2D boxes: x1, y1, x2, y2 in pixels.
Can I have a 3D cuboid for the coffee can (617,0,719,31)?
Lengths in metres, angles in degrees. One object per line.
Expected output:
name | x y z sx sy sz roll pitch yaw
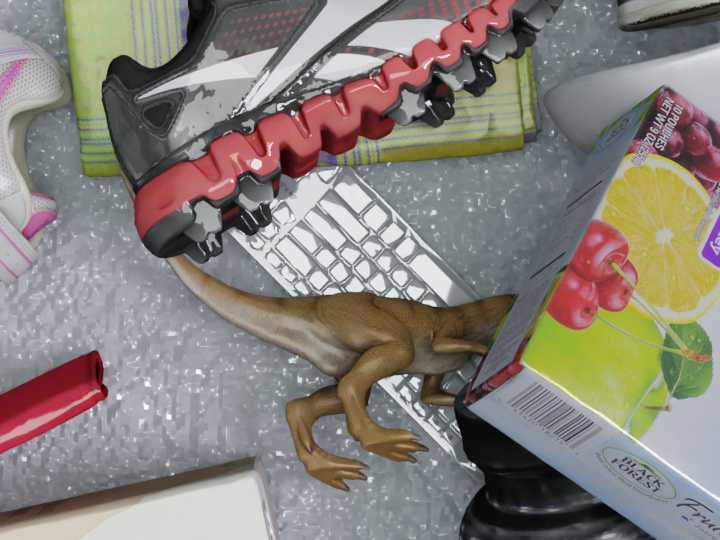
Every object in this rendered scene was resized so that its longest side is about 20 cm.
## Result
coffee can | 0.158 -0.206 1.110 0.146 0.146 0.201 -10 91 -1

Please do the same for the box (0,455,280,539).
box | -0.129 0.136 1.133 0.199 0.095 0.078 -13 90 -3

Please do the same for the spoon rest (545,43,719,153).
spoon rest | 0.167 -0.071 1.099 0.199 0.099 0.061 0 83 33

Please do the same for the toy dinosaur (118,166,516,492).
toy dinosaur | -0.009 0.030 1.151 0.199 0.060 0.107 8 62 -9

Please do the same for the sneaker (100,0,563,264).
sneaker | -0.017 -0.088 1.116 0.200 0.071 0.098 -29 81 -11

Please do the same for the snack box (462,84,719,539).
snack box | 0.155 0.044 1.045 0.200 0.053 0.142 36 59 -9

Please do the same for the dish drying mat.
dish drying mat | -0.194 0.087 1.139 0.200 0.077 0.018 -25 99 -1

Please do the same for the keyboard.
keyboard | 0.000 0.000 1.175 0.056 0.011 0.200 -45 91 -1

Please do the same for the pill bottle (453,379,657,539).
pill bottle | 0.103 0.134 1.109 0.112 0.112 0.201 -16 104 -1

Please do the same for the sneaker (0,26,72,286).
sneaker | -0.172 -0.014 1.136 0.088 0.081 0.201 15 91 0

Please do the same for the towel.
towel | -0.023 -0.113 1.163 0.199 0.023 0.144 -6 90 -4
